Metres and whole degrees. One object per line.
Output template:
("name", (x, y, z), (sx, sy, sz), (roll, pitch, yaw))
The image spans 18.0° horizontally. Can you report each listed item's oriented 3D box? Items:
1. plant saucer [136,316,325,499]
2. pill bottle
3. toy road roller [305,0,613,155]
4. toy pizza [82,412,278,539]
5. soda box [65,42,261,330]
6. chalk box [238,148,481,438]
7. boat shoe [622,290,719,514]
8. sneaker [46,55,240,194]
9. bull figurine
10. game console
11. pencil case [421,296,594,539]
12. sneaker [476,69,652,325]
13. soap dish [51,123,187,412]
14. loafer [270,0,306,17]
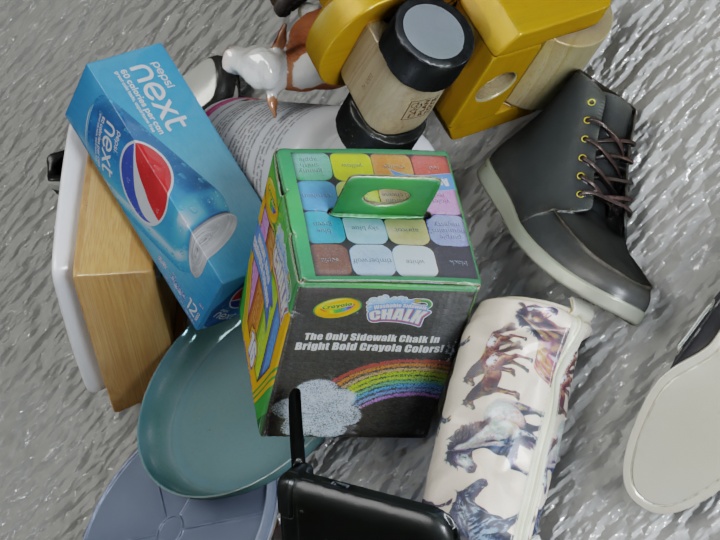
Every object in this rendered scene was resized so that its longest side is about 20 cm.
("plant saucer", (-0.074, 0.085, 1.645), (0.199, 0.027, 0.201), (-25, 40, 23))
("pill bottle", (-0.038, -0.065, 1.661), (0.199, 0.113, 0.114), (9, 73, 52))
("toy road roller", (0.055, -0.175, 1.529), (0.147, 0.199, 0.123), (62, 148, 19))
("toy pizza", (-0.129, 0.196, 1.655), (0.199, 0.032, 0.202), (-27, 45, 30))
("soda box", (-0.130, -0.061, 1.630), (0.201, 0.067, 0.064), (57, 143, 20))
("chalk box", (0.000, 0.000, 1.495), (0.201, 0.124, 0.125), (107, 159, -44))
("boat shoe", (0.223, 0.055, 1.345), (0.201, 0.072, 0.063), (-60, -6, 9))
("sneaker", (-0.180, -0.111, 1.886), (0.200, 0.080, 0.074), (-40, 40, 22))
("bull figurine", (-0.005, -0.175, 1.662), (0.198, 0.066, 0.121), (-21, 18, -3))
("game console", (0.008, 0.197, 1.420), (0.175, 0.202, 0.116), (11, 29, 28))
("pencil case", (0.091, 0.110, 1.427), (0.089, 0.078, 0.202), (2, 68, 35))
("sneaker", (0.149, -0.054, 1.468), (0.106, 0.075, 0.200), (-52, 37, 14))
("soap dish", (-0.177, -0.009, 1.737), (0.080, 0.201, 0.159), (0, 57, 4))
("loafer", (-0.050, -0.259, 1.777), (0.073, 0.071, 0.200), (-35, 17, 18))
